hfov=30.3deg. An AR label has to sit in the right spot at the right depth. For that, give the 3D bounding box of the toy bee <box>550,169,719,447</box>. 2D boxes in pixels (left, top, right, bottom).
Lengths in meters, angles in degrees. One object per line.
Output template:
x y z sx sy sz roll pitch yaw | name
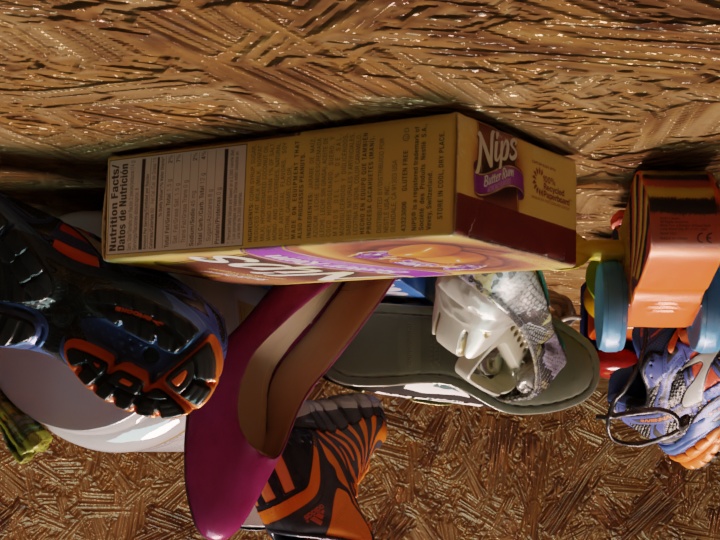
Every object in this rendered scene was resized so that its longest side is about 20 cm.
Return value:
0.148 -0.002 0.709 0.131 0.109 0.200 12 145 -14 | toy bee

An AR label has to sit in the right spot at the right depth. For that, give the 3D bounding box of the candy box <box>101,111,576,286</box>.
-0.011 -0.028 0.635 0.200 0.057 0.117 -2 172 35 | candy box

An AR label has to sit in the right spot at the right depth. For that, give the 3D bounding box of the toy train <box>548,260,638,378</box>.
0.167 0.020 0.896 0.200 0.085 0.116 0 162 13 | toy train

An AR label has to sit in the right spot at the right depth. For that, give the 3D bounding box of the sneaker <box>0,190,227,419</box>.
-0.155 0.009 0.684 0.200 0.075 0.078 32 -165 4 | sneaker

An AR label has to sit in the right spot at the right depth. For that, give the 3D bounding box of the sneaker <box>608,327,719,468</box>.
0.203 0.044 0.788 0.078 0.075 0.200 21 135 4 | sneaker

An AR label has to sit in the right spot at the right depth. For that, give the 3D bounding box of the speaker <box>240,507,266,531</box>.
-0.080 0.093 1.002 0.081 0.200 0.081 2 172 0 | speaker

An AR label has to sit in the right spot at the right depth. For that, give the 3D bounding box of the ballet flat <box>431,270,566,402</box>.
0.077 0.030 0.775 0.072 0.072 0.200 -1 154 18 | ballet flat

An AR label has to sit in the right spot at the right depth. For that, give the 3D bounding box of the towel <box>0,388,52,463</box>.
-0.249 0.031 0.747 0.200 0.018 0.086 46 169 -1 | towel

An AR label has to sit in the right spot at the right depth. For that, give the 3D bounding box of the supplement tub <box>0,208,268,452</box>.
-0.130 0.040 0.823 0.144 0.145 0.200 0 172 13 | supplement tub

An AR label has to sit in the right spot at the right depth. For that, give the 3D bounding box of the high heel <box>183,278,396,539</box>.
-0.033 0.053 0.725 0.096 0.200 0.067 2 162 34 | high heel

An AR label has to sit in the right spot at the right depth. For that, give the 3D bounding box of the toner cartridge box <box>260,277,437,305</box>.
0.000 0.000 0.885 0.095 0.043 0.200 0 172 13 | toner cartridge box

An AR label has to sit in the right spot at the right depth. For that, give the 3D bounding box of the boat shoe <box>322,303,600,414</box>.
0.060 0.055 0.888 0.201 0.072 0.061 9 174 -15 | boat shoe

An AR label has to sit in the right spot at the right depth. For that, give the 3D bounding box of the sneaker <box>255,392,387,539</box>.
-0.023 0.143 0.856 0.077 0.112 0.200 -27 167 20 | sneaker
